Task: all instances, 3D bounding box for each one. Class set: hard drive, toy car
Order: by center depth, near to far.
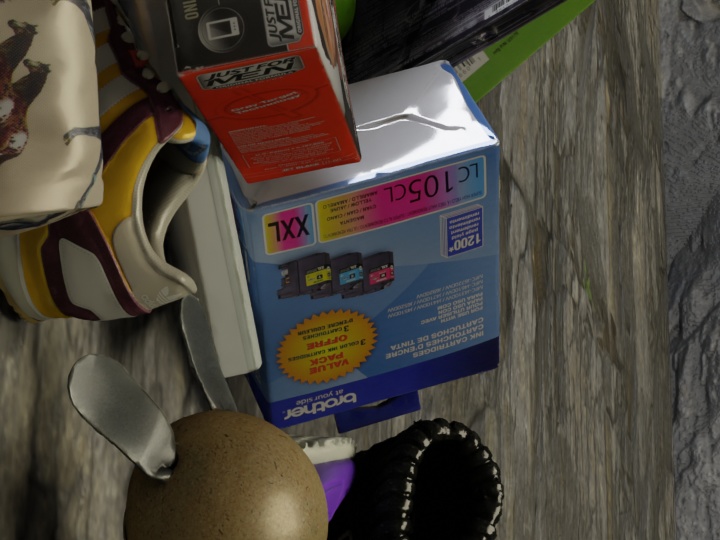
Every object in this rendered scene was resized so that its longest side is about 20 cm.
[{"bbox_3d":[-0.072,0.118,0.988,0.164,0.158,0.200,-38,113,-60],"label":"toy car"},{"bbox_3d":[-0.087,-0.063,1.112,0.132,0.026,0.200,-124,-158,-69],"label":"hard drive"}]

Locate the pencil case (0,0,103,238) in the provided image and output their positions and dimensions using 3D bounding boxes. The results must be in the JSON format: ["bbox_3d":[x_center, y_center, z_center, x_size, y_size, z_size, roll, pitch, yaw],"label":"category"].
[{"bbox_3d":[-0.148,-0.106,0.885,0.078,0.089,0.200,-169,-107,-76],"label":"pencil case"}]

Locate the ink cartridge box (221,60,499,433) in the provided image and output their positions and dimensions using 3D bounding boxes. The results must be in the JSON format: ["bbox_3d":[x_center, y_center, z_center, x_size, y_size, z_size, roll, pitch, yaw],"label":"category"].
[{"bbox_3d":[0.000,0.000,1.207,0.200,0.136,0.076,86,-16,-47],"label":"ink cartridge box"}]

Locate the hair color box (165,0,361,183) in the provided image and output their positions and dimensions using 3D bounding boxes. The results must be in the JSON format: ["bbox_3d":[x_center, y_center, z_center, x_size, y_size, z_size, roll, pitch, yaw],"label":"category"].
[{"bbox_3d":[-0.044,-0.111,1.012,0.200,0.061,0.102,59,21,-79],"label":"hair color box"}]

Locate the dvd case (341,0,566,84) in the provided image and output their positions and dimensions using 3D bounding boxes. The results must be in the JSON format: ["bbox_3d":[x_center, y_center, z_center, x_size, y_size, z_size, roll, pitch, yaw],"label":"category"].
[{"bbox_3d":[0.052,-0.161,1.260,0.016,0.149,0.200,52,21,-25],"label":"dvd case"}]

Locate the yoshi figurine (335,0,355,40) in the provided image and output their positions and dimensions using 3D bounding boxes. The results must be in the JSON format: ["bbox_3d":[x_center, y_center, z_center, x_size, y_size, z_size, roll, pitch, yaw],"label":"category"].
[{"bbox_3d":[-0.033,-0.196,1.267,0.112,0.112,0.200,27,68,-84],"label":"yoshi figurine"}]

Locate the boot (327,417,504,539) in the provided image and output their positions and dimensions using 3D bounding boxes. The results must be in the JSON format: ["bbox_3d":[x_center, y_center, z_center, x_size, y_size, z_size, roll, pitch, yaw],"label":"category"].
[{"bbox_3d":[0.024,0.193,1.294,0.158,0.079,0.211,-17,-97,60],"label":"boot"}]

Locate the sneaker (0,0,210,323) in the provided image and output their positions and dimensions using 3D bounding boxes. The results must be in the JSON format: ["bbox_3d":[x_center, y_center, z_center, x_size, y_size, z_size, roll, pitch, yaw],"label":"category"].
[{"bbox_3d":[-0.107,-0.076,1.003,0.075,0.090,0.200,36,51,-71],"label":"sneaker"}]

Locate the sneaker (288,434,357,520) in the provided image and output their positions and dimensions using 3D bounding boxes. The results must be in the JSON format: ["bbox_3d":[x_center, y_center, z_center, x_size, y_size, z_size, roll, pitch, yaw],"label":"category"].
[{"bbox_3d":[-0.056,0.139,1.196,0.200,0.069,0.100,-9,101,-72],"label":"sneaker"}]

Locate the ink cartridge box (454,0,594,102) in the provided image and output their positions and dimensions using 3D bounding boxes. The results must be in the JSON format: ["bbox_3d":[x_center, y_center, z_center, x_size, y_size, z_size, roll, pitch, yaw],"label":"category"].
[{"bbox_3d":[0.039,-0.168,1.403,0.076,0.148,0.200,51,-4,-25],"label":"ink cartridge box"}]
